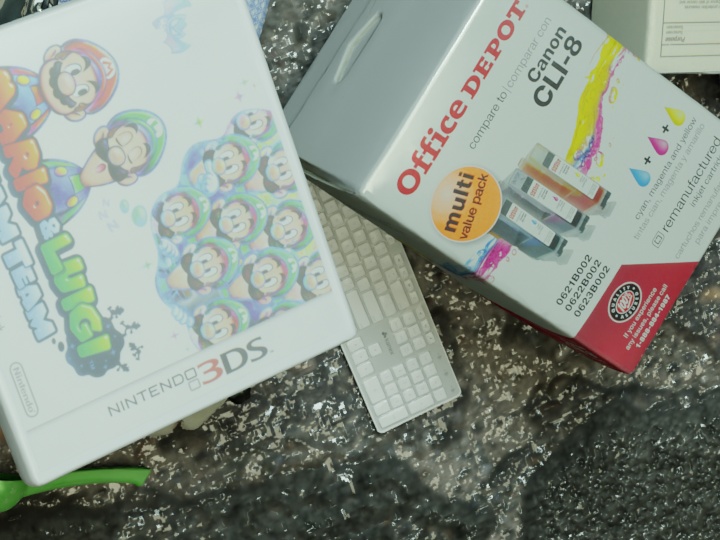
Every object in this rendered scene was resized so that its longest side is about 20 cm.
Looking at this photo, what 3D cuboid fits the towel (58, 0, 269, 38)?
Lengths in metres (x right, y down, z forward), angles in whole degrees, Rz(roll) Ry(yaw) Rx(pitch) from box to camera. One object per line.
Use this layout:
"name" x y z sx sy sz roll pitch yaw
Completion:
"towel" -0.124 -0.126 0.961 0.146 0.024 0.201 18 68 -13

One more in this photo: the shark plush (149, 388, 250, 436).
"shark plush" -0.101 -0.005 1.044 0.083 0.091 0.201 -3 114 12

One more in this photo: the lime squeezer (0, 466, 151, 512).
"lime squeezer" -0.208 0.088 1.044 0.200 0.038 0.071 38 90 -24

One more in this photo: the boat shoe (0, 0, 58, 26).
"boat shoe" -0.138 -0.183 0.921 0.066 0.074 0.200 27 66 -12

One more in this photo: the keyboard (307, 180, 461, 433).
"keyboard" 0.000 0.000 1.110 0.056 0.011 0.201 -27 112 -11

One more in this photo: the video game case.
"video game case" -0.109 -0.027 0.895 0.181 0.024 0.201 -24 102 -26

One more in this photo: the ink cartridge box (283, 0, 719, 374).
"ink cartridge box" 0.079 -0.066 1.040 0.200 0.145 0.146 32 90 -26

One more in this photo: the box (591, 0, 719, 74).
"box" 0.189 -0.215 1.081 0.094 0.078 0.201 -2 106 -19
